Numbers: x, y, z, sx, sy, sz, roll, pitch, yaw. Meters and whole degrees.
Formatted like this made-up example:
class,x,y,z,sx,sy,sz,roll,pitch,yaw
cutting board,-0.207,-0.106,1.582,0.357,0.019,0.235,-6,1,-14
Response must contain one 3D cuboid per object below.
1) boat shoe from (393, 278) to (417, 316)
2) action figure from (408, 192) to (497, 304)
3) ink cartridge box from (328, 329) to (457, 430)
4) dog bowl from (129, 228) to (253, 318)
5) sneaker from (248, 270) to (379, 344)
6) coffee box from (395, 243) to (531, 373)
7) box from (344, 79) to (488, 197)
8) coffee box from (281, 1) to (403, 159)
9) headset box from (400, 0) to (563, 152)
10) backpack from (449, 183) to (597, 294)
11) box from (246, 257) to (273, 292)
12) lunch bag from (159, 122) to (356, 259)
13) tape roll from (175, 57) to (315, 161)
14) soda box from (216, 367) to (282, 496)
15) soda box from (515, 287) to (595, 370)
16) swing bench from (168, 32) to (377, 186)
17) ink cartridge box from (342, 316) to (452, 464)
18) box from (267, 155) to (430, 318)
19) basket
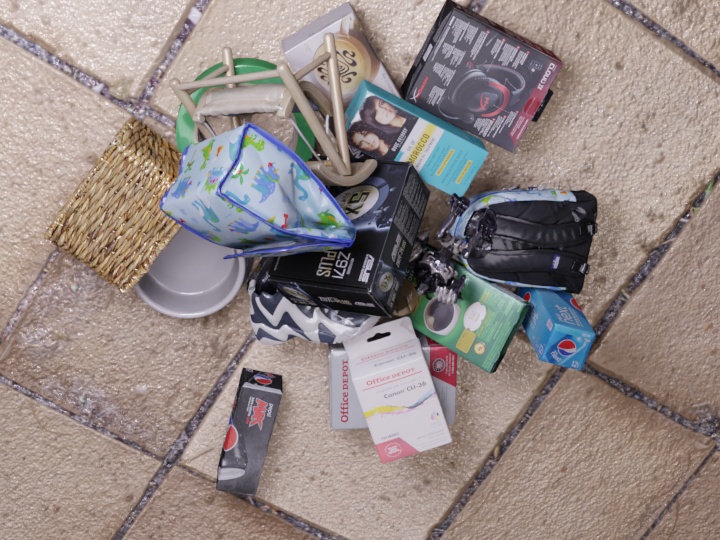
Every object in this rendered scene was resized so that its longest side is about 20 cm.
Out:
class,x,y,z,sx,sy,sz,roll,pitch,yaw
boat shoe,0.000,0.000,1.703,0.200,0.065,0.073,44,83,13
action figure,0.112,-0.015,1.664,0.119,0.102,0.200,40,132,11
ink cartridge box,0.048,0.166,1.846,0.199,0.083,0.146,-2,115,-4
dog bowl,-0.259,-0.018,1.753,0.199,0.059,0.201,-2,115,-4
sneaker,-0.074,0.037,1.716,0.198,0.080,0.130,-2,132,14
coffee box,0.143,0.052,1.765,0.200,0.044,0.123,29,102,18
box,0.072,-0.181,1.625,0.199,0.049,0.082,24,111,-19
coffee box,-0.013,-0.259,1.652,0.113,0.080,0.200,-29,114,6
headset box,0.180,-0.272,1.665,0.199,0.075,0.149,23,111,-14
backpack,0.231,-0.051,1.743,0.199,0.154,0.164,-6,113,-24
box,-0.057,-0.018,1.775,0.159,0.049,0.200,28,109,-13
lunch bag,-0.125,-0.078,1.477,0.200,0.170,0.128,31,70,-30
tape roll,-0.165,-0.202,1.683,0.199,0.048,0.201,-2,114,-4
soda box,-0.180,0.261,1.881,0.070,0.063,0.201,11,112,-10
soda box,0.287,0.070,1.758,0.068,0.200,0.064,14,112,-11
swing bench,-0.113,-0.191,1.547,0.198,0.130,0.201,0,119,36
ink cartridge box,0.054,0.181,1.769,0.116,0.068,0.201,-19,114,3
box,-0.014,-0.049,1.614,0.163,0.201,0.086,8,158,28
basket,-0.326,-0.096,1.663,0.149,0.143,0.200,35,110,-13
